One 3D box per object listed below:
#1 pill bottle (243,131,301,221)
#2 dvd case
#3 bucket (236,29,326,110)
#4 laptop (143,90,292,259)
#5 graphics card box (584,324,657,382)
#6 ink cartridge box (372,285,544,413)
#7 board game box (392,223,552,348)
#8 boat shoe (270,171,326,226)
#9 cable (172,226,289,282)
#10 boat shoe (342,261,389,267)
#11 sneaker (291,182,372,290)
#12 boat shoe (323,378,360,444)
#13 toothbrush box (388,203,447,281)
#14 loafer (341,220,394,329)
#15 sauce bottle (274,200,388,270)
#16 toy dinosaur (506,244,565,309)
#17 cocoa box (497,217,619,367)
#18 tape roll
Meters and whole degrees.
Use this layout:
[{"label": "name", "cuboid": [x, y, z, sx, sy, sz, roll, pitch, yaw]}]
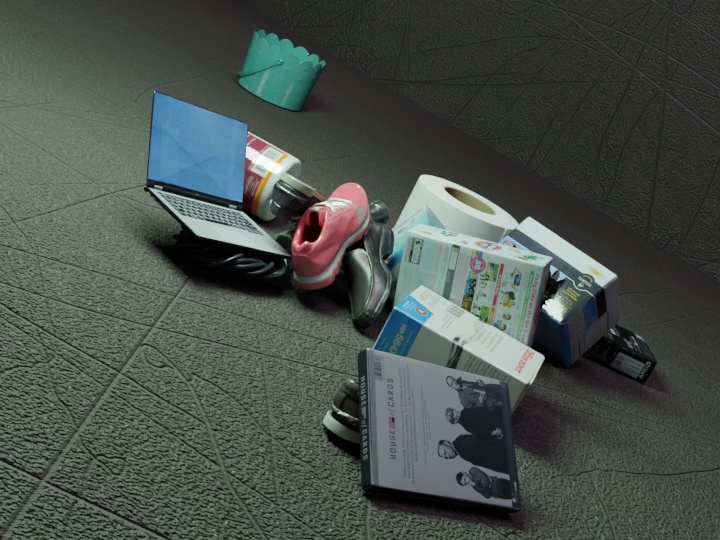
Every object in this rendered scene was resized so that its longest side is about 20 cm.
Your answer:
[{"label": "pill bottle", "cuboid": [-0.207, -0.174, 1.726, 0.200, 0.114, 0.114, 30, 17, 11]}, {"label": "dvd case", "cuboid": [0.085, 0.173, 1.143, 0.200, 0.025, 0.151, 16, 58, -31]}, {"label": "bucket", "cuboid": [-0.201, -0.496, 2.655, 0.207, 0.135, 0.207, 25, 16, -8]}, {"label": "laptop", "cuboid": [-0.185, -0.125, 1.443, 0.200, 0.116, 0.187, 41, 17, 34]}, {"label": "graphics card box", "cuboid": [0.419, 0.119, 1.904, 0.200, 0.051, 0.125, 24, 17, -7]}, {"label": "ink cartridge box", "cuboid": [0.132, 0.114, 1.427, 0.200, 0.084, 0.146, 31, 18, 11]}, {"label": "board game box", "cuboid": [0.155, 0.031, 1.514, 0.200, 0.148, 0.064, 16, 17, 17]}, {"label": "boat shoe", "cuboid": [-0.097, -0.097, 1.533, 0.073, 0.063, 0.200, 31, 0, 3]}, {"label": "cable", "cuboid": [-0.175, -0.027, 1.470, 0.163, 0.051, 0.200, 29, 13, -9]}, {"label": "boat shoe", "cuboid": [0.001, -0.027, 1.687, 0.071, 0.065, 0.200, 17, 19, -29]}, {"label": "sneaker", "cuboid": [-0.040, -0.067, 1.491, 0.074, 0.087, 0.200, 6, 47, 23]}, {"label": "boat shoe", "cuboid": [0.057, 0.169, 1.182, 0.201, 0.061, 0.072, 18, 8, -29]}, {"label": "toothbrush box", "cuboid": [0.118, -0.004, 1.671, 0.146, 0.085, 0.200, 49, 14, -14]}, {"label": "loafer", "cuboid": [0.000, 0.000, 1.525, 0.072, 0.073, 0.200, 30, 35, -22]}, {"label": "sauce bottle", "cuboid": [-0.037, -0.058, 1.607, 0.200, 0.065, 0.065, -24, 48, -38]}, {"label": "toy dinosaur", "cuboid": [0.234, 0.046, 1.631, 0.102, 0.136, 0.200, 14, 44, -27]}, {"label": "cocoa box", "cuboid": [0.311, 0.035, 1.772, 0.200, 0.131, 0.133, 39, -19, 36]}, {"label": "tape roll", "cuboid": [0.166, -0.066, 1.921, 0.202, 0.139, 0.203, 24, 16, -7]}]
